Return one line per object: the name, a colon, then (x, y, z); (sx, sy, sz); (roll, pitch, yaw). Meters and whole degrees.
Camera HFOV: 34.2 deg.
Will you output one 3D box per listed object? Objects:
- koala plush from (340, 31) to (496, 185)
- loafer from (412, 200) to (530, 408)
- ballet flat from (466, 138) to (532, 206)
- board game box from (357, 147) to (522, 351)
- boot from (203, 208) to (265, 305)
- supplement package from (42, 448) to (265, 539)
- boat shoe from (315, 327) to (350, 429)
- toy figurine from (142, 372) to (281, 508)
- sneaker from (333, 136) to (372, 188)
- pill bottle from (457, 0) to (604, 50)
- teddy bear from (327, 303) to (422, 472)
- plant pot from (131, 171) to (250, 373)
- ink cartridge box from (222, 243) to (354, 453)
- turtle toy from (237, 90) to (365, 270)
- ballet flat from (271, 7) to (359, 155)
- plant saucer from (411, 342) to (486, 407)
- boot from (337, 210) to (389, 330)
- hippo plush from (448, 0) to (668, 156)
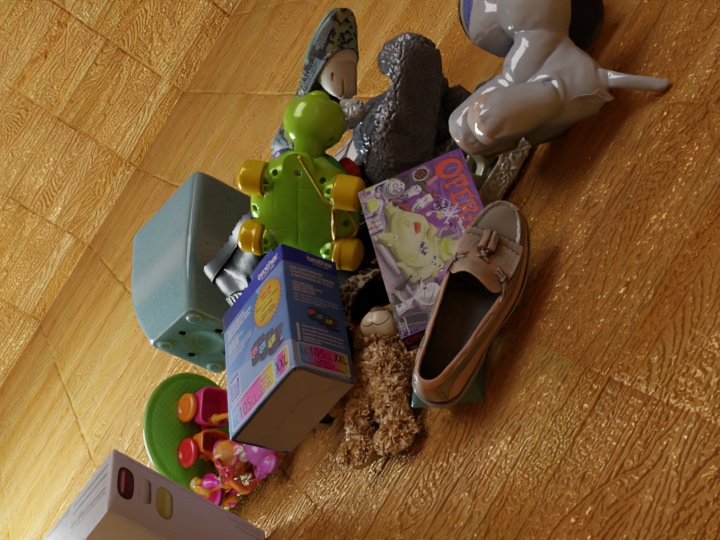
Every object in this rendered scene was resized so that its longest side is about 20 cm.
koala plush: (0.049, -0.159, 1.357); (0.200, 0.176, 0.185); (17, 85, 64)
loafer: (0.100, 0.025, 1.044); (0.201, 0.071, 0.063); (-67, -18, -12)
ballet flat: (0.126, -0.101, 1.240); (0.201, 0.072, 0.072); (-63, 22, -13)
board game box: (0.074, -0.025, 1.152); (0.119, 0.032, 0.201); (-21, 49, 5)
boot: (-0.093, 0.009, 1.435); (0.079, 0.158, 0.211); (-24, -16, -44)
supplement package: (-0.220, 0.316, 1.230); (0.156, 0.199, 0.111); (-51, 22, 16)
boat shoe: (-0.045, 0.101, 1.323); (0.061, 0.071, 0.202); (-53, 19, 21)
toy figurine: (-0.142, 0.196, 1.363); (0.183, 0.149, 0.202); (-23, 60, 41)
sneaker: (0.012, -0.155, 1.566); (0.201, 0.066, 0.090); (-58, 18, -7)
pill bottle: (0.190, -0.290, 1.301); (0.112, 0.111, 0.200); (-55, 21, 4)
teddy bear: (0.021, 0.109, 1.176); (0.145, 0.067, 0.201); (-22, 41, 53)
plant pot: (-0.210, 0.023, 1.651); (0.196, 0.195, 0.201); (-38, 36, 40)
ink cartridge box: (-0.082, 0.070, 1.233); (0.137, 0.076, 0.201); (-49, 33, 34)
turtle toy: (-0.055, -0.095, 1.284); (0.101, 0.144, 0.201); (-61, -21, -55)
ballet flat: (-0.037, -0.195, 1.319); (0.074, 0.074, 0.201); (-91, 21, -56)
plant saucer: (0.089, 0.048, 1.130); (0.069, 0.019, 0.201); (-8, 40, 16)
boot: (0.000, 0.000, 1.353); (0.199, 0.074, 0.150); (-32, 29, -34)
hippo plush: (0.154, -0.211, 1.128); (0.200, 0.158, 0.162); (-22, 83, 61)
